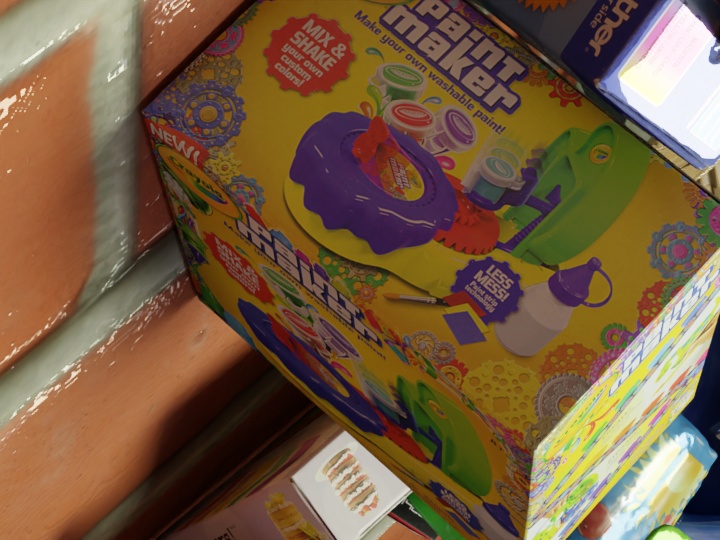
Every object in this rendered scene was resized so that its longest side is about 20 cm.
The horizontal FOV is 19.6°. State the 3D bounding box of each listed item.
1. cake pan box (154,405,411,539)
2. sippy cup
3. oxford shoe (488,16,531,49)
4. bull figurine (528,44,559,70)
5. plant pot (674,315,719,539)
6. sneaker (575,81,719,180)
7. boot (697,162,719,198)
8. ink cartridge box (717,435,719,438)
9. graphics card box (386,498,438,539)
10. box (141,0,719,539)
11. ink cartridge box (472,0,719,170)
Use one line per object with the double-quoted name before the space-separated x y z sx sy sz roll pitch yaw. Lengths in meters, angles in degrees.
"cake pan box" -0.001 0.094 1.105 0.200 0.052 0.184 -38 -175 -34
"sippy cup" 0.113 0.112 1.103 0.130 0.178 0.140 -47 155 2
"oxford shoe" 0.053 -0.087 0.952 0.058 0.075 0.200 -59 166 -9
"bull figurine" 0.166 -0.148 1.121 0.200 0.065 0.122 -42 165 -21
"plant pot" 0.262 0.030 1.206 0.180 0.198 0.201 -63 149 -59
"sneaker" 0.115 -0.090 0.929 0.070 0.109 0.200 -23 171 -12
"boot" 0.230 -0.110 1.080 0.167 0.198 0.073 -77 164 -45
"ink cartridge box" 0.254 0.026 1.469 0.145 0.200 0.145 -46 163 -14
"graphics card box" 0.077 0.054 1.254 0.201 0.051 0.126 -55 -169 9
"box" 0.033 -0.003 0.848 0.122 0.200 0.193 -45 161 -15
"ink cartridge box" 0.112 -0.133 0.772 0.076 0.200 0.137 29 101 -41
